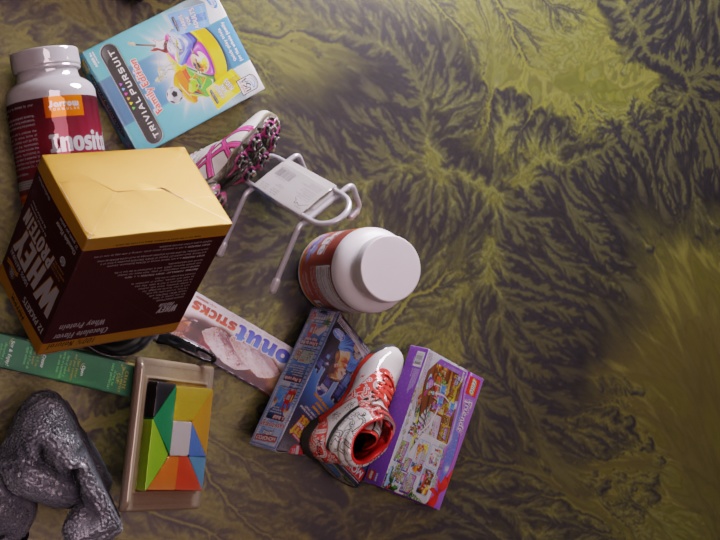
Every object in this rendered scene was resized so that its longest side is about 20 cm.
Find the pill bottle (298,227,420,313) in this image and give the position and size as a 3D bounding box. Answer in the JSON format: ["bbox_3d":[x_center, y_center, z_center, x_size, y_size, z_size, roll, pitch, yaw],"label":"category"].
[{"bbox_3d":[0.000,0.000,1.682,0.111,0.200,0.113,1,88,-23],"label":"pill bottle"}]

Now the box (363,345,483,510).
[{"bbox_3d":[0.090,0.222,1.775,0.137,0.039,0.201,30,76,-43],"label":"box"}]

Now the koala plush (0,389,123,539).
[{"bbox_3d":[-0.416,0.258,1.515,0.199,0.177,0.185,-27,112,-8],"label":"koala plush"}]

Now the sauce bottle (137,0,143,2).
[{"bbox_3d":[-0.360,-0.407,1.615,0.199,0.066,0.066,22,80,-20],"label":"sauce bottle"}]

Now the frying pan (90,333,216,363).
[{"bbox_3d":[-0.280,0.061,1.641,0.189,0.031,0.116,6,70,-23],"label":"frying pan"}]

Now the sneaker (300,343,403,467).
[{"bbox_3d":[0.020,0.180,1.659,0.201,0.108,0.067,-45,121,-29],"label":"sneaker"}]

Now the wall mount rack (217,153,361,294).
[{"bbox_3d":[-0.100,-0.070,1.677,0.174,0.200,0.075,-40,138,-21],"label":"wall mount rack"}]

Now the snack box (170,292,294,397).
[{"bbox_3d":[-0.162,0.105,1.705,0.199,0.024,0.072,32,75,-19],"label":"snack box"}]

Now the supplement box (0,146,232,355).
[{"bbox_3d":[-0.297,-0.025,1.513,0.196,0.200,0.133,-9,53,-41],"label":"supplement box"}]

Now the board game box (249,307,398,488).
[{"bbox_3d":[-0.048,0.192,1.712,0.200,0.061,0.200,-53,124,-24],"label":"board game box"}]

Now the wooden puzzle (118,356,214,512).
[{"bbox_3d":[-0.235,0.208,1.592,0.037,0.200,0.187,3,83,21],"label":"wooden puzzle"}]

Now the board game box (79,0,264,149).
[{"bbox_3d":[-0.248,-0.259,1.668,0.199,0.047,0.152,-32,100,-21],"label":"board game box"}]

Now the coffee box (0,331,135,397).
[{"bbox_3d":[-0.381,0.112,1.559,0.199,0.123,0.044,16,82,-20],"label":"coffee box"}]

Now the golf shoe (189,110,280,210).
[{"bbox_3d":[-0.189,-0.142,1.667,0.092,0.073,0.200,34,75,25],"label":"golf shoe"}]

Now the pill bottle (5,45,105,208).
[{"bbox_3d":[-0.378,-0.172,1.573,0.112,0.113,0.202,-10,92,-23],"label":"pill bottle"}]
